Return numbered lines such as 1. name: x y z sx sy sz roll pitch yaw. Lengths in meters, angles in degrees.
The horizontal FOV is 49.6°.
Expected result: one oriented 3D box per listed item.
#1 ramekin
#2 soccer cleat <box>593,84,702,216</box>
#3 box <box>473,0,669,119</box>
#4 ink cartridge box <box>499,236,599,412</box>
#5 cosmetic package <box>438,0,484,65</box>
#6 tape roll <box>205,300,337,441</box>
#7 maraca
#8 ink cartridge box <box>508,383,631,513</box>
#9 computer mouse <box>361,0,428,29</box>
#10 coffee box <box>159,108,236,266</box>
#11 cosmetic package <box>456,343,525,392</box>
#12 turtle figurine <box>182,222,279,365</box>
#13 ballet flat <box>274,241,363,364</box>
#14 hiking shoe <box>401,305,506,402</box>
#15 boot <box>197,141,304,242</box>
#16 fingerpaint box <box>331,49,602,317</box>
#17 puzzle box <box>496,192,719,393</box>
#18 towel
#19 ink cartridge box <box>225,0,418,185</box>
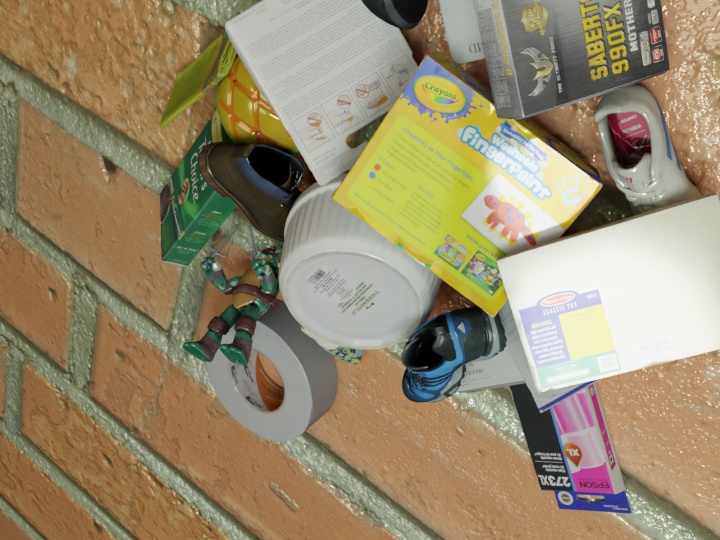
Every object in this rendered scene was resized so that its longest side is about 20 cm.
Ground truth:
1. ramekin: 0.000 0.000 0.887 0.198 0.105 0.201 8 136 8
2. soccer cleat: 0.268 -0.074 0.720 0.070 0.086 0.201 -23 99 40
3. box: 0.174 -0.248 0.665 0.048 0.157 0.202 -155 48 -67
4. ink cartridge box: 0.188 0.035 0.804 0.099 0.039 0.201 -37 61 32
5. cosmetic package: 0.121 -0.307 0.728 0.101 0.071 0.201 -4 110 37
6. tape roll: -0.132 0.145 1.130 0.199 0.066 0.202 16 120 30
7. maraca: -0.081 -0.211 0.902 0.199 0.107 0.138 -22 100 22
8. ink cartridge box: 0.243 0.203 0.908 0.094 0.037 0.201 -9 107 39
9. computer mouse: 0.015 -0.337 0.768 0.052 0.139 0.201 6 127 36
10. coffee box: -0.211 -0.110 1.042 0.200 0.044 0.124 -41 48 41
11. cosmetic package: 0.184 0.082 0.862 0.199 0.050 0.083 -19 71 40
12. turtle figurine: -0.153 0.025 1.032 0.100 0.201 0.149 36 148 -30
13. ballet flat: -0.061 0.045 1.030 0.074 0.074 0.201 -18 100 40
14. hiking shoe: 0.076 0.091 0.850 0.200 0.086 0.075 122 139 -53
15. boot: -0.093 -0.086 0.927 0.199 0.075 0.097 33 162 -33
16. fingerpaint box: 0.102 -0.085 0.758 0.199 0.073 0.167 35 113 -1
17. puzzle box: 0.236 0.023 0.703 0.199 0.025 0.134 -16 96 16
18. towel: -0.199 -0.242 0.961 0.018 0.087 0.199 29 156 -27
19. ink cartridge box: -0.028 -0.215 0.836 0.160 0.050 0.201 -31 94 -2
